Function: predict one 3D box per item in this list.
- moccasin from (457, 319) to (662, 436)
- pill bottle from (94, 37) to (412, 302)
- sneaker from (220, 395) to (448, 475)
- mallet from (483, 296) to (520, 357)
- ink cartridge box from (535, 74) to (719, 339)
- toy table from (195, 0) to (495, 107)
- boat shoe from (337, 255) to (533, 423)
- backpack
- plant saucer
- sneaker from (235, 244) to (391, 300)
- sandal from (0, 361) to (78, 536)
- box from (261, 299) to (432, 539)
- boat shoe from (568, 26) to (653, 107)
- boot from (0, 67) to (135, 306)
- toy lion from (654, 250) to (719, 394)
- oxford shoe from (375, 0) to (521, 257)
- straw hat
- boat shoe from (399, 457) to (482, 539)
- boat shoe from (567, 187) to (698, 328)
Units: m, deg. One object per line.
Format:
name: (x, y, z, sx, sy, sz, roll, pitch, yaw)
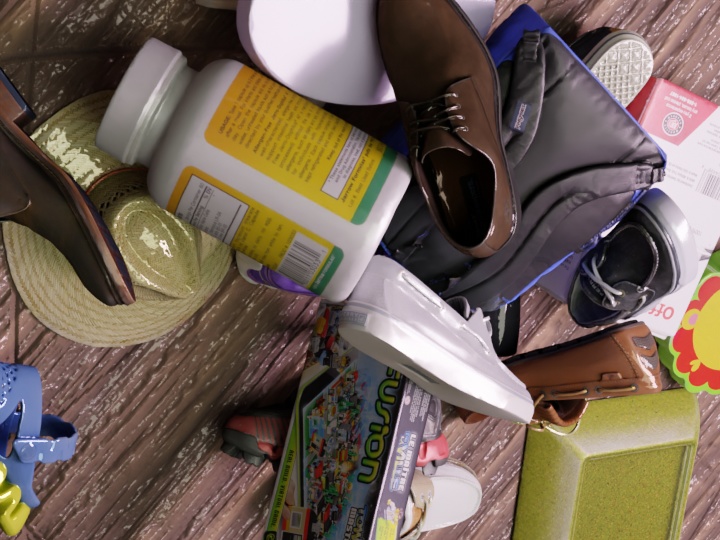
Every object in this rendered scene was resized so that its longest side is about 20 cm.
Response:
moccasin: (0.164, 0.101, 1.337, 0.073, 0.200, 0.079, -9, 81, -54)
pill bottle: (-0.074, -0.072, 1.086, 0.199, 0.113, 0.114, 28, 94, -4)
sneaker: (-0.018, 0.115, 1.298, 0.198, 0.071, 0.099, 2, 95, -24)
mallet: (0.052, 0.056, 1.322, 0.198, 0.041, 0.067, -14, 105, -31)
ink cartridge box: (0.238, -0.060, 1.376, 0.143, 0.084, 0.202, 18, 99, -35)
toy table: (-0.016, -0.196, 1.146, 0.198, 0.117, 0.186, 5, 105, -33)
boat shoe: (0.062, 0.051, 1.147, 0.199, 0.072, 0.069, 31, 74, -35)
backpack: (0.105, -0.074, 1.203, 0.162, 0.168, 0.200, 43, 101, -12)
plant saucer: (0.240, 0.220, 1.510, 0.198, 0.048, 0.202, -4, 111, -30)
sneaker: (0.000, 0.000, 1.254, 0.198, 0.083, 0.081, -2, 111, -33)
sandal: (-0.265, 0.092, 1.138, 0.087, 0.079, 0.201, -36, 132, -19)
box: (-0.006, 0.128, 1.206, 0.035, 0.109, 0.202, 22, 79, -46)
boat shoe: (0.156, -0.122, 1.316, 0.074, 0.062, 0.200, 37, 103, -28)
boot: (-0.234, -0.042, 1.068, 0.097, 0.075, 0.201, -33, 84, -4)
toy lion: (0.375, 0.042, 1.521, 0.200, 0.069, 0.192, 36, 95, -36)
oxford shoe: (0.058, -0.106, 1.073, 0.072, 0.084, 0.202, -21, 91, 16)
straw hat: (-0.155, -0.022, 1.148, 0.199, 0.085, 0.203, -12, 114, -28)
boat shoe: (0.027, 0.200, 1.358, 0.198, 0.068, 0.076, 1, 109, -32)
boat shoe: (0.205, 0.005, 1.235, 0.070, 0.072, 0.200, -28, 161, -12)
